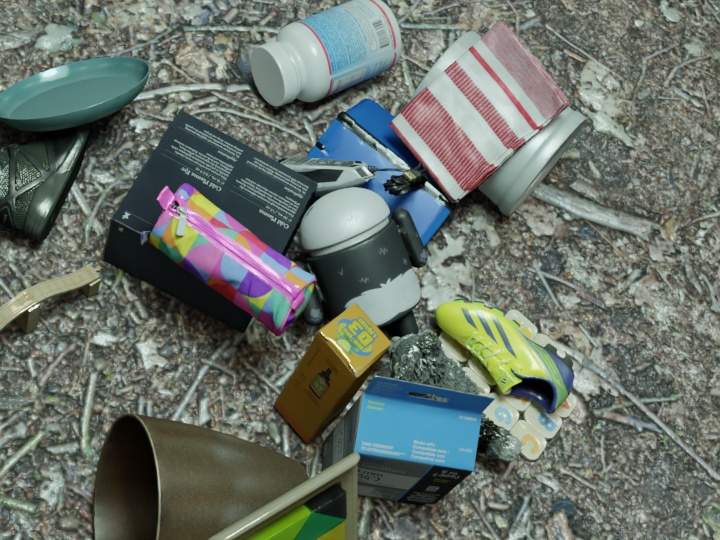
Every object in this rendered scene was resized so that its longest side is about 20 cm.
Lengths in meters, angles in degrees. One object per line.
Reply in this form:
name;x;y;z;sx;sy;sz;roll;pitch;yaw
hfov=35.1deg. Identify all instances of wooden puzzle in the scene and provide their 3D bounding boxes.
wooden puzzle;-0.071;0.298;1.176;0.184;0.202;0.037;-26;49;-30

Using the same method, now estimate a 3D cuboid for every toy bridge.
toy bridge;-0.375;0.046;1.282;0.199;0.067;0.027;-36;78;-31

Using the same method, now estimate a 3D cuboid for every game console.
game console;0.033;-0.121;1.549;0.199;0.118;0.171;38;88;4

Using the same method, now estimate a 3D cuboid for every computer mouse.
computer mouse;-0.017;-0.116;1.454;0.197;0.045;0.110;4;15;14

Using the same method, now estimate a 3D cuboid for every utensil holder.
utensil holder;0.180;-0.202;1.560;0.199;0.171;0.170;40;57;8

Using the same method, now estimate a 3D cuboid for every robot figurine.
robot figurine;0.000;-0.001;1.390;0.150;0.123;0.202;-43;114;-58

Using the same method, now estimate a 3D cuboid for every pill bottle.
pill bottle;-0.048;-0.298;1.562;0.198;0.109;0.109;-27;74;-30

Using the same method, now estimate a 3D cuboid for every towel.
towel;0.152;-0.204;1.471;0.200;0.023;0.145;-41;81;9

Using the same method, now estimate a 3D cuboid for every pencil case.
pencil case;-0.145;-0.013;1.265;0.199;0.089;0.089;35;57;0

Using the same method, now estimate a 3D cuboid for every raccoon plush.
raccoon plush;0.115;0.140;1.344;0.197;0.134;0.098;22;72;7

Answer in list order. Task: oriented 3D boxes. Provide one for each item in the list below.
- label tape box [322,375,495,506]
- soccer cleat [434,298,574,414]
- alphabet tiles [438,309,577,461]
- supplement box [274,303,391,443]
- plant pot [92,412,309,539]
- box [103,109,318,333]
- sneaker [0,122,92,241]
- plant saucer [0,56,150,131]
label tape box;0.049;0.196;1.271;0.142;0.200;0.064;11;59;-13
soccer cleat;0.177;0.107;1.431;0.198;0.065;0.084;31;58;1
alphabet tiles;0.179;0.141;1.460;0.195;0.015;0.200;42;57;5
supplement box;-0.034;0.119;1.284;0.069;0.200;0.067;-36;78;-31
plant pot;-0.157;0.248;1.201;0.198;0.187;0.189;6;59;-33
box;-0.182;-0.060;1.386;0.198;0.104;0.184;28;57;-3
sneaker;-0.394;-0.139;1.370;0.113;0.076;0.201;24;59;-7
plant saucer;-0.352;-0.215;1.396;0.197;0.028;0.201;-8;28;4
